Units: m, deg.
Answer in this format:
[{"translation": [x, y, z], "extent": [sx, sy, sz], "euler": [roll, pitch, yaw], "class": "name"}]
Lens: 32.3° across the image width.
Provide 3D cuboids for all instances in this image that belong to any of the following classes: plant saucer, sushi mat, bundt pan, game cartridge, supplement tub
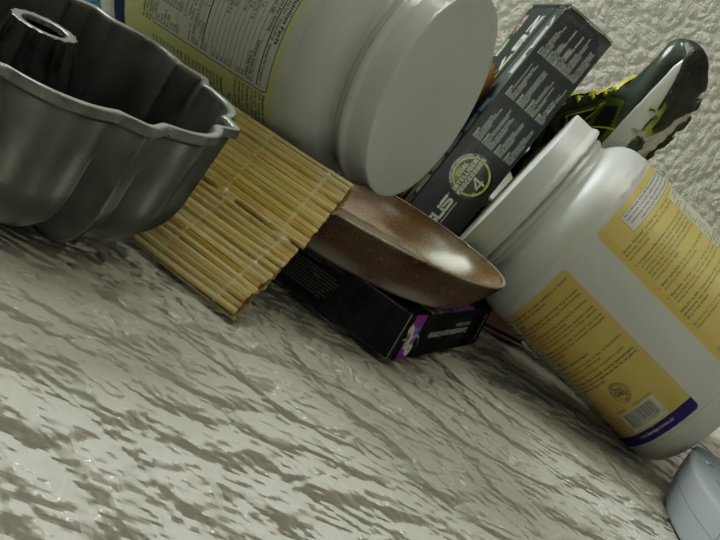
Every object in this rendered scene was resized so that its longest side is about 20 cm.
[{"translation": [-0.005, -0.031, 0.746], "extent": [0.198, 0.032, 0.200], "euler": [30, 10, -6], "class": "plant saucer"}, {"translation": [-0.104, -0.060, 0.658], "extent": [0.199, 0.096, 0.012], "euler": [35, -25, 23], "class": "sushi mat"}, {"translation": [-0.159, -0.079, 0.572], "extent": [0.200, 0.077, 0.202], "euler": [27, 15, -8], "class": "bundt pan"}, {"translation": [0.242, 0.166, 0.715], "extent": [0.132, 0.042, 0.200], "euler": [27, 10, 1], "class": "game cartridge"}, {"translation": [0.174, 0.010, 0.842], "extent": [0.200, 0.145, 0.145], "euler": [45, 11, 0], "class": "supplement tub"}, {"translation": [-0.035, -0.145, 0.714], "extent": [0.199, 0.146, 0.145], "euler": [33, 11, 22], "class": "supplement tub"}]

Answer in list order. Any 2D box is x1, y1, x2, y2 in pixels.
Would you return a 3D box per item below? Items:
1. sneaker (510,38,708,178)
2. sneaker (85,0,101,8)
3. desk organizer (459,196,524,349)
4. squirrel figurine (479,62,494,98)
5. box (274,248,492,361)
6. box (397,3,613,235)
[{"translation": [0.173, -0.106, 0.923], "extent": [0.074, 0.200, 0.085], "euler": [-16, 65, -44], "class": "sneaker"}, {"translation": [-0.115, -0.147, 0.858], "extent": [0.199, 0.077, 0.081], "euler": [37, 22, -2], "class": "sneaker"}, {"translation": [0.090, -0.020, 1.036], "extent": [0.071, 0.078, 0.200], "euler": [26, 11, -25], "class": "desk organizer"}, {"translation": [-0.002, -0.164, 0.908], "extent": [0.197, 0.143, 0.188], "euler": [-6, 41, -23], "class": "squirrel figurine"}, {"translation": [0.000, 0.000, 0.802], "extent": [0.142, 0.036, 0.200], "euler": [34, 9, 16], "class": "box"}, {"translation": [0.097, -0.108, 0.940], "extent": [0.049, 0.201, 0.161], "euler": [37, 9, -9], "class": "box"}]
